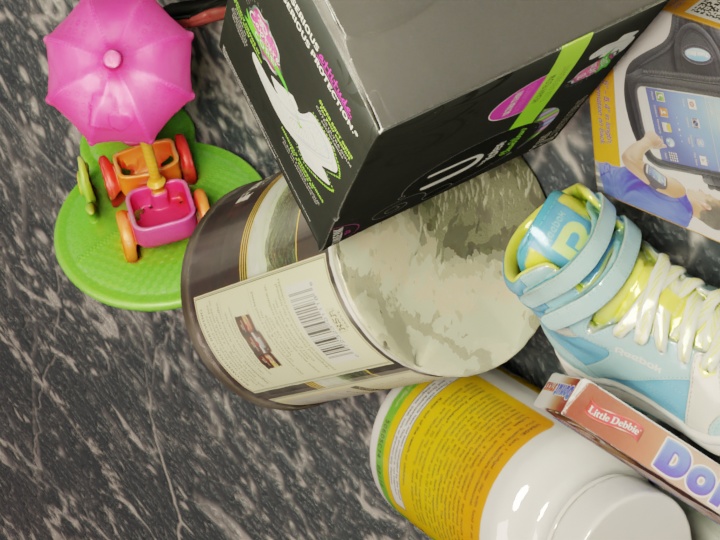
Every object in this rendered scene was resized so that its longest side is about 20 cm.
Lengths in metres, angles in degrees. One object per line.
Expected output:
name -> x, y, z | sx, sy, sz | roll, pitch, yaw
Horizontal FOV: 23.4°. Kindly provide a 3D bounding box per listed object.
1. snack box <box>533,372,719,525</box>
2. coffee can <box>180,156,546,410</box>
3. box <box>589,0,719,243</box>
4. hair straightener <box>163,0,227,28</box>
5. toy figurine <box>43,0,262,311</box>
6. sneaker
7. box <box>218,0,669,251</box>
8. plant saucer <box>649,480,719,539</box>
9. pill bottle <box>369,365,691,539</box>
snack box -> 0.183, 0.115, 0.894 | 0.199, 0.024, 0.072 | 33, 177, -4
coffee can -> 0.000, 0.000, 1.018 | 0.147, 0.146, 0.199 | 59, 150, -8
box -> 0.189, -0.061, 0.790 | 0.199, 0.041, 0.120 | 29, 141, 42
hair straightener -> -0.099, -0.188, 1.076 | 0.199, 0.041, 0.078 | 13, 130, 57
toy figurine -> -0.145, -0.108, 1.115 | 0.185, 0.148, 0.201 | 83, 169, -48
sneaker -> 0.146, 0.020, 0.858 | 0.199, 0.080, 0.131 | 12, 152, 50
box -> 0.029, -0.114, 0.800 | 0.125, 0.147, 0.200 | 63, 167, 7
plant saucer -> 0.195, 0.203, 1.035 | 0.199, 0.050, 0.201 | 36, 145, 30
pill bottle -> 0.098, 0.129, 1.005 | 0.200, 0.110, 0.112 | 30, 144, 56
